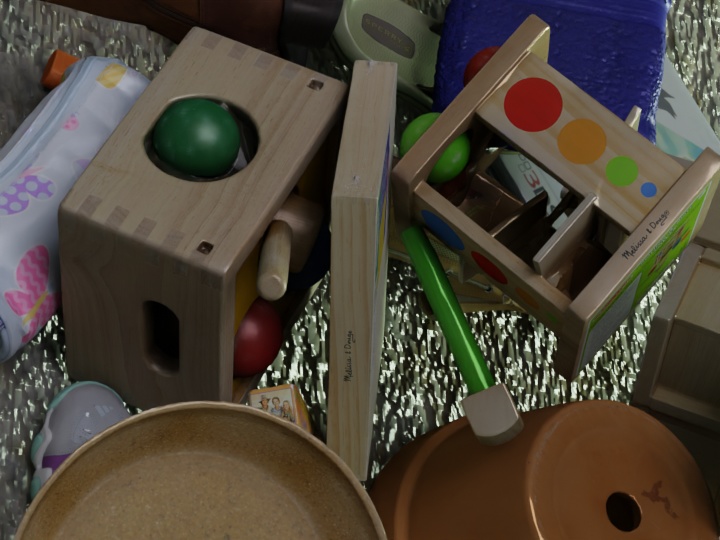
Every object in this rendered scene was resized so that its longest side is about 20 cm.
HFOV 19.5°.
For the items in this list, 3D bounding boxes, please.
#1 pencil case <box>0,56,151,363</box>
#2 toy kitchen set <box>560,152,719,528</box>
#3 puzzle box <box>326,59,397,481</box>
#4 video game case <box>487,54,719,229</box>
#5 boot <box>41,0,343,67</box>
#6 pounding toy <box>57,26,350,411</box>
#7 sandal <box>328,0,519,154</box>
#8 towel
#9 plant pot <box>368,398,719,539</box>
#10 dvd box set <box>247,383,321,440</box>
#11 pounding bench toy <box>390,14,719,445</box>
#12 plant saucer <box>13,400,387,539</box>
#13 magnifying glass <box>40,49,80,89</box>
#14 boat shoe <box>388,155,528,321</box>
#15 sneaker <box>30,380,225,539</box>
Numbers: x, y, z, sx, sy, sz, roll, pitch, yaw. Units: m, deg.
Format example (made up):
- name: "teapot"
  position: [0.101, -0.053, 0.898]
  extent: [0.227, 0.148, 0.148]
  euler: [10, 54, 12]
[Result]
- name: "pencil case"
  position: [-0.185, -0.036, 1.196]
  extent: [0.200, 0.083, 0.091]
  euler: [-53, 125, -39]
- name: "toy kitchen set"
  position: [0.201, 0.026, 1.372]
  extent: [0.163, 0.181, 0.200]
  euler: [20, 44, 13]
- name: "puzzle box"
  position: [0.000, 0.000, 1.171]
  extent: [0.025, 0.200, 0.133]
  euler: [5, 37, 3]
- name: "video game case"
  position: [0.166, -0.097, 1.486]
  extent: [0.200, 0.022, 0.182]
  euler: [-26, 82, -38]
- name: "boot"
  position: [-0.125, -0.143, 1.224]
  extent: [0.200, 0.188, 0.069]
  euler: [11, 67, -11]
- name: "pounding toy"
  position: [-0.073, -0.017, 1.156]
  extent: [0.142, 0.200, 0.184]
  euler: [22, 53, 12]
- name: "sandal"
  position: [0.068, -0.136, 1.390]
  extent: [0.201, 0.057, 0.080]
  euler: [20, 58, -33]
- name: "towel"
  position: [0.126, -0.155, 1.365]
  extent: [0.147, 0.050, 0.200]
  euler: [10, 55, 1]
- name: "plant pot"
  position: [0.118, 0.163, 1.251]
  extent: [0.200, 0.140, 0.200]
  euler: [14, 60, -25]
- name: "dvd box set"
  position: [-0.027, 0.179, 1.157]
  extent: [0.029, 0.146, 0.200]
  euler: [-9, 68, 3]
- name: "pounding bench toy"
  position: [0.080, -0.018, 1.201]
  extent: [0.156, 0.124, 0.200]
  euler: [39, 78, 13]
- name: "plant saucer"
  position: [-0.082, 0.164, 1.034]
  extent: [0.200, 0.035, 0.200]
  euler: [1, 88, -20]
- name: "magnifying glass"
  position: [-0.105, -0.085, 1.314]
  extent: [0.200, 0.022, 0.080]
  euler: [26, 55, -21]
- name: "boat shoe"
  position: [0.065, -0.001, 1.355]
  extent: [0.200, 0.072, 0.076]
  euler: [31, 87, -26]
- name: "sneaker"
  position: [-0.112, 0.138, 1.117]
  extent: [0.078, 0.140, 0.200]
  euler: [1, 67, -33]
